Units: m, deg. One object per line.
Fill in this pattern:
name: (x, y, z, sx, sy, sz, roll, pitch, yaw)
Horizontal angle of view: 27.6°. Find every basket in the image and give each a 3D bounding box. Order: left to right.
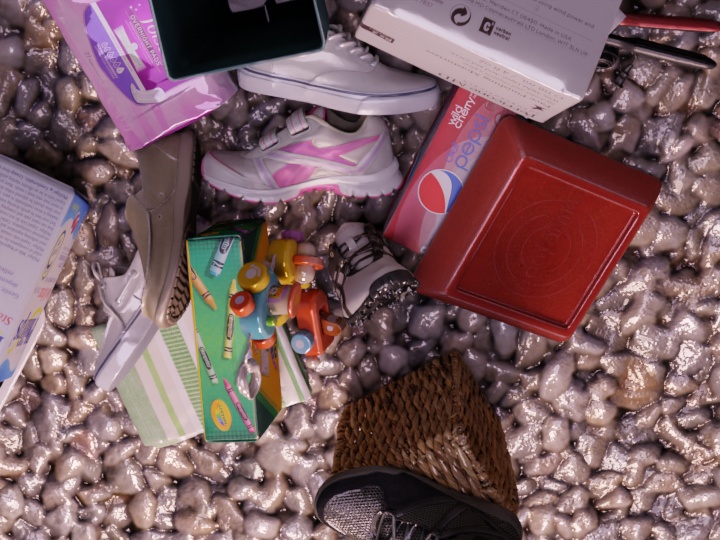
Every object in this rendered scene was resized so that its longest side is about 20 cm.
basket: (0.067, 0.201, 1.475, 0.148, 0.200, 0.144, -28, 108, 12)

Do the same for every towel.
towel: (-0.166, 0.098, 1.550, 0.198, 0.023, 0.154, -18, 107, 13)

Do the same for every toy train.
toy train: (-0.061, 0.044, 1.427, 0.055, 0.200, 0.152, -2, 105, 21)

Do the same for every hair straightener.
hair straightener: (0.240, -0.207, 1.391, 0.197, 0.041, 0.078, 5, 111, 3)

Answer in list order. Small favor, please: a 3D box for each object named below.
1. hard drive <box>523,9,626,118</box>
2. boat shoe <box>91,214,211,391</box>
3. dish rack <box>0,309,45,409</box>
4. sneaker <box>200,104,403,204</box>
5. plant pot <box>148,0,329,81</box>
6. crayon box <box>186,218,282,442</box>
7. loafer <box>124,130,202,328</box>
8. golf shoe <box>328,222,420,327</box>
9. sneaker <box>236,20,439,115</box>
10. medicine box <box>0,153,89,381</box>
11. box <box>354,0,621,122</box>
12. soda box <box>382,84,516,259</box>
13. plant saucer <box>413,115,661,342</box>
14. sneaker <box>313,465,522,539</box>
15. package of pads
hard drive: (0.129, -0.258, 1.348, 0.132, 0.025, 0.200, -45, 92, -6)
boat shoe: (-0.235, 0.018, 1.489, 0.086, 0.075, 0.203, 30, 97, 4)
dish rack: (-0.439, 0.049, 1.542, 0.199, 0.044, 0.173, 29, 111, -7)
sneaker: (-0.058, -0.120, 1.433, 0.197, 0.081, 0.089, -4, 109, -3)
plant pot: (-0.103, -0.266, 1.309, 0.140, 0.200, 0.143, -10, 105, 7)
crayon box: (-0.123, 0.057, 1.453, 0.058, 0.119, 0.203, -3, 99, 9)
loafer: (-0.195, -0.040, 1.427, 0.067, 0.076, 0.202, 2, 68, 6)
golf shoe: (0.000, 0.000, 1.410, 0.077, 0.200, 0.095, -27, 91, -9)
sneaker: (-0.020, -0.195, 1.399, 0.197, 0.073, 0.072, 8, 115, 2)
medicine box: (-0.351, -0.001, 1.409, 0.102, 0.182, 0.202, 24, 87, -5)
box: (0.124, -0.264, 1.268, 0.197, 0.131, 0.202, 23, 85, -5)
soda box: (0.092, -0.114, 1.423, 0.063, 0.070, 0.201, 25, 111, -5)
plant saucer: (0.177, -0.027, 1.429, 0.198, 0.037, 0.201, 19, 112, -26)
sneaker: (0.053, 0.241, 1.324, 0.197, 0.114, 0.077, 19, 108, -2)
package of pads: (-0.214, -0.229, 1.401, 0.120, 0.076, 0.201, -25, 107, 15)
